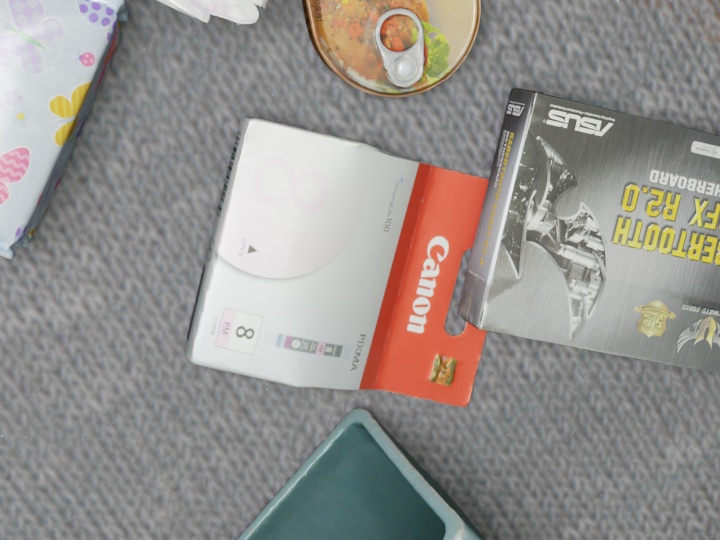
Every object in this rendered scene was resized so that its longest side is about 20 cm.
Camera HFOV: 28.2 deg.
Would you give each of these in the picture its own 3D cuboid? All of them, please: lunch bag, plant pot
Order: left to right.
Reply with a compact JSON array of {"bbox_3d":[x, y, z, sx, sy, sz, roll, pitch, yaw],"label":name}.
[{"bbox_3d":[-0.257,-0.119,0.825,0.200,0.127,0.170,25,92,-7],"label":"lunch bag"},{"bbox_3d":[0.029,0.247,0.917,0.200,0.196,0.196,42,89,-25],"label":"plant pot"}]

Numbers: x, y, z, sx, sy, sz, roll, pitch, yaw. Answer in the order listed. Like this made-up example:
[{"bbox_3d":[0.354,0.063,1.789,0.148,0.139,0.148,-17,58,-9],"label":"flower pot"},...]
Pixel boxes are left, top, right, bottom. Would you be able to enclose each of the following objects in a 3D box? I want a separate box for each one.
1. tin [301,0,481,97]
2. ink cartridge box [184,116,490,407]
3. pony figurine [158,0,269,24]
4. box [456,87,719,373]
[{"bbox_3d":[0.012,-0.210,0.906,0.112,0.042,0.200,-12,102,-5],"label":"tin"},{"bbox_3d":[0.000,0.000,0.935,0.200,0.057,0.163,13,96,-8],"label":"ink cartridge box"},{"bbox_3d":[-0.128,-0.236,0.789,0.193,0.200,0.167,15,96,-13],"label":"pony figurine"},{"bbox_3d":[0.178,-0.024,0.958,0.200,0.048,0.159,11,97,-17],"label":"box"}]
